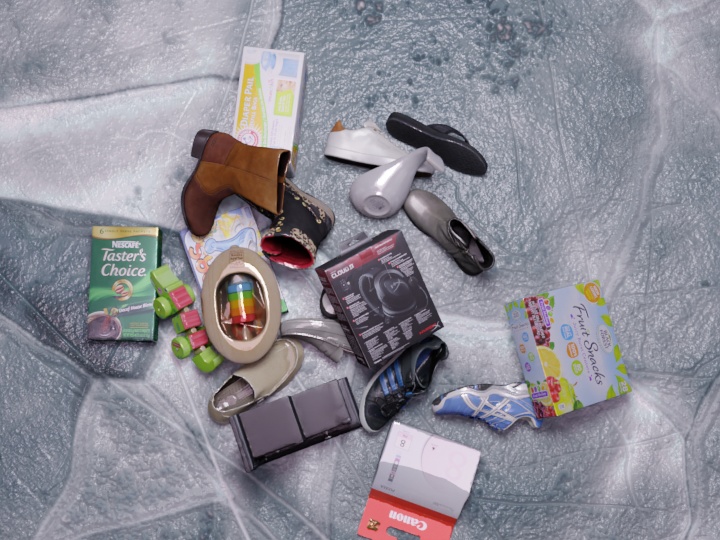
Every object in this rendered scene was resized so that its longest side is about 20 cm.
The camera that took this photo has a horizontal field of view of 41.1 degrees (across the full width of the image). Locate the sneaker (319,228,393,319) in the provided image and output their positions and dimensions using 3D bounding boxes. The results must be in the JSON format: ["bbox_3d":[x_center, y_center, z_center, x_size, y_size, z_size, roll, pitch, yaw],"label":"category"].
[{"bbox_3d":[0.000,0.000,1.665,0.074,0.080,0.200,41,85,4],"label":"sneaker"}]

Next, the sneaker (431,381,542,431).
[{"bbox_3d":[0.220,0.234,1.634,0.198,0.076,0.078,-4,78,1],"label":"sneaker"}]

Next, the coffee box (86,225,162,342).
[{"bbox_3d":[-0.411,0.023,1.677,0.121,0.044,0.202,2,82,0],"label":"coffee box"}]

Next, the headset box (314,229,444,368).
[{"bbox_3d":[0.027,0.036,1.588,0.148,0.077,0.201,-28,100,-14],"label":"headset box"}]

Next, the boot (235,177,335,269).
[{"bbox_3d":[-0.143,-0.089,1.630,0.199,0.151,0.073,30,124,-11],"label":"boot"}]

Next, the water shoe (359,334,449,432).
[{"bbox_3d":[0.071,0.191,1.628,0.071,0.079,0.201,38,82,-29],"label":"water shoe"}]

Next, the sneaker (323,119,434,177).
[{"bbox_3d":[0.039,-0.220,1.697,0.198,0.073,0.086,14,85,3],"label":"sneaker"}]

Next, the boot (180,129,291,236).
[{"bbox_3d":[-0.200,-0.126,1.594,0.199,0.068,0.190,20,100,32],"label":"boot"}]

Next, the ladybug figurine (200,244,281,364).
[{"bbox_3d":[-0.200,0.058,1.623,0.134,0.072,0.202,-4,83,-2],"label":"ladybug figurine"}]

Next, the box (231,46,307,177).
[{"bbox_3d":[-0.160,-0.276,1.690,0.111,0.101,0.202,6,83,1],"label":"box"}]

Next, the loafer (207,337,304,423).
[{"bbox_3d":[-0.178,0.189,1.643,0.200,0.068,0.076,-42,84,-5],"label":"loafer"}]

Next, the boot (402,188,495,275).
[{"bbox_3d":[0.155,-0.076,1.649,0.068,0.131,0.200,-44,84,-6],"label":"boot"}]

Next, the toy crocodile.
[{"bbox_3d":[-0.300,0.083,1.646,0.067,0.062,0.202,-23,86,-39],"label":"toy crocodile"}]

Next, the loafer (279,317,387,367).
[{"bbox_3d":[-0.043,0.123,1.645,0.198,0.070,0.071,9,80,-7],"label":"loafer"}]

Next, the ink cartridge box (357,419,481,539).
[{"bbox_3d":[0.099,0.375,1.630,0.161,0.057,0.202,18,78,2],"label":"ink cartridge box"}]

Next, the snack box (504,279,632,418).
[{"bbox_3d":[0.352,0.131,1.626,0.167,0.068,0.202,-11,83,-26],"label":"snack box"}]

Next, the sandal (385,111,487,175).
[{"bbox_3d":[0.142,-0.235,1.703,0.199,0.075,0.048,28,65,3],"label":"sandal"}]

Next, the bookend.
[{"bbox_3d":[-0.099,0.247,1.570,0.198,0.199,0.093,-20,83,-4],"label":"bookend"}]

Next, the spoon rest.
[{"bbox_3d":[0.063,-0.153,1.650,0.099,0.199,0.061,37,44,-26],"label":"spoon rest"}]

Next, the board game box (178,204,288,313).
[{"bbox_3d":[-0.222,0.002,1.685,0.134,0.034,0.202,-21,83,-3],"label":"board game box"}]
